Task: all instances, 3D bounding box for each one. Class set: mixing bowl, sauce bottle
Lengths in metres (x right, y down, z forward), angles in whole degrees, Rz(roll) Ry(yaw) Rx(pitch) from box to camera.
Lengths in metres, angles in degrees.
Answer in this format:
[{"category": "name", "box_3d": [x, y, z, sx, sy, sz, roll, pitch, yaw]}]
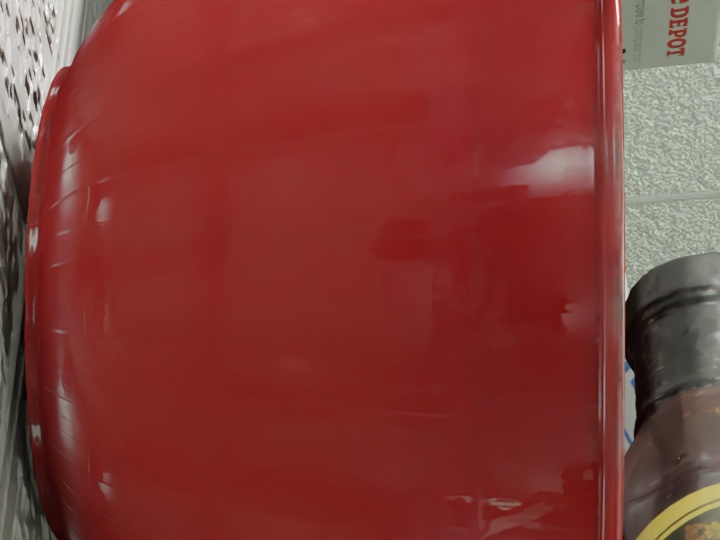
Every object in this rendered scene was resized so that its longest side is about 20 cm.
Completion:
[{"category": "mixing bowl", "box_3d": [-0.006, 0.008, 0.485, 0.200, 0.108, 0.201, -1, 90, -87]}, {"category": "sauce bottle", "box_3d": [0.079, 0.080, 0.517, 0.066, 0.066, 0.200, 82, 6, -46]}]

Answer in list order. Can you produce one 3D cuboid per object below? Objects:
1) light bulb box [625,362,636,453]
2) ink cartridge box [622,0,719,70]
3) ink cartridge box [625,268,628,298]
[{"category": "light bulb box", "box_3d": [0.086, 0.146, 0.650, 0.200, 0.125, 0.198, -50, -154, 15]}, {"category": "ink cartridge box", "box_3d": [0.062, -0.147, 1.080, 0.146, 0.199, 0.085, 74, 12, -70]}, {"category": "ink cartridge box", "box_3d": [0.051, 0.063, 1.077, 0.083, 0.145, 0.201, 75, 10, -66]}]
